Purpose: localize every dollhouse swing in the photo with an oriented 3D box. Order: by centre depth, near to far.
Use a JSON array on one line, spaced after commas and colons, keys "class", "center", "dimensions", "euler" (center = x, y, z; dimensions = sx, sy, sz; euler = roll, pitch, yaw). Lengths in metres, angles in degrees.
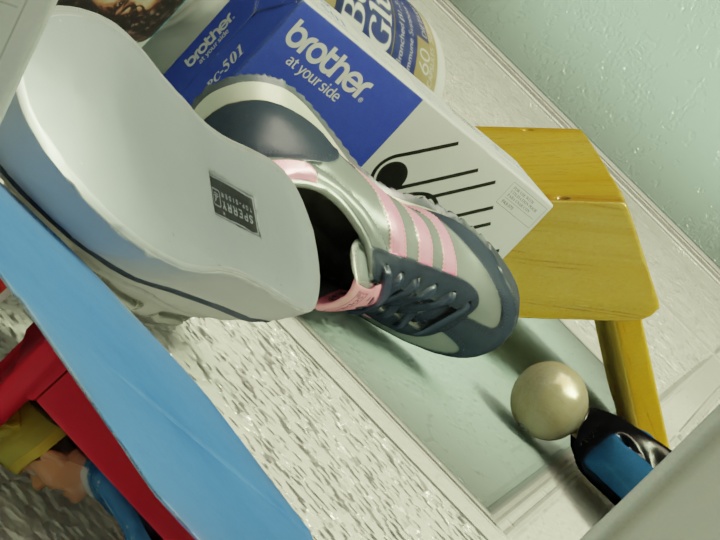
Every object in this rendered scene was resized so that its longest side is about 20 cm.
[{"class": "dollhouse swing", "center": [0.089, 0.021, 1.269], "dimensions": [0.180, 0.177, 0.200], "euler": [1, 16, -2]}]

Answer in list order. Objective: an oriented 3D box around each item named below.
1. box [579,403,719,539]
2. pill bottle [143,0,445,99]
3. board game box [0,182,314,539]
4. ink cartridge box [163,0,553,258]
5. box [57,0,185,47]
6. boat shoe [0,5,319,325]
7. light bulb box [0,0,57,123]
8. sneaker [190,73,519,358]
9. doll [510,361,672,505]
[{"class": "box", "center": [0.115, 0.115, 0.502], "dimensions": [0.131, 0.200, 0.199], "euler": [50, 12, 21]}, {"class": "pill bottle", "center": [-0.052, -0.123, 1.069], "dimensions": [0.200, 0.111, 0.111], "euler": [31, 16, -51]}, {"class": "board game box", "center": [-0.058, 0.051, 0.537], "dimensions": [0.200, 0.039, 0.158], "euler": [50, 1, 35]}, {"class": "ink cartridge box", "center": [-0.004, -0.053, 1.025], "dimensions": [0.200, 0.094, 0.044], "euler": [36, 12, -42]}, {"class": "box", "center": [-0.147, -0.125, 0.781], "dimensions": [0.049, 0.082, 0.200], "euler": [51, 12, 31]}, {"class": "boat shoe", "center": [-0.077, -0.019, 0.679], "dimensions": [0.200, 0.065, 0.074], "euler": [41, 38, -60]}, {"class": "light bulb box", "center": [-0.140, -0.159, 0.470], "dimensions": [0.197, 0.201, 0.125], "euler": [17, 23, -31]}, {"class": "sneaker", "center": [0.000, 0.000, 0.950], "dimensions": [0.200, 0.070, 0.082], "euler": [34, 30, -34]}, {"class": "doll", "center": [0.155, 0.118, 1.086], "dimensions": [0.200, 0.048, 0.136], "euler": [44, 9, -1]}]
